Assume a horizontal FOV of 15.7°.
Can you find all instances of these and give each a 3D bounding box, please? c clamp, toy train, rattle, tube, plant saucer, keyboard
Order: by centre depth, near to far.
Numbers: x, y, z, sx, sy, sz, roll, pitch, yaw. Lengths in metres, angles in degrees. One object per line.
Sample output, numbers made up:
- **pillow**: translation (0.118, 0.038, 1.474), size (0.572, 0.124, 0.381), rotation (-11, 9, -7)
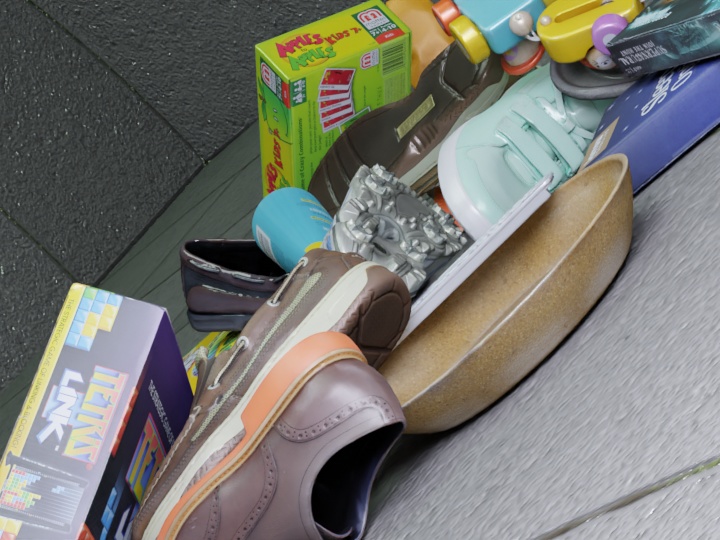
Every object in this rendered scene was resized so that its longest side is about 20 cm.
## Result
- **plant saucer**: translation (0.078, 0.021, 1.364), size (0.200, 0.035, 0.200), rotation (-44, 8, 7)
- **keyboard**: translation (0.035, 0.018, 1.444), size (0.200, 0.011, 0.056), rotation (-44, 6, 9)
- **toy train**: translation (0.144, -0.173, 1.583), size (0.199, 0.056, 0.151), rotation (-1, 45, 38)
- **c clamp**: translation (0.206, -0.177, 1.595), size (0.170, 0.027, 0.200), rotation (5, 51, 38)
- **tube**: translation (-0.022, -0.004, 1.662), size (0.050, 0.077, 0.200), rotation (-55, 23, 5)
- **rattle**: translation (0.060, -0.121, 1.874), size (0.130, 0.143, 0.200), rotation (-18, 14, 29)

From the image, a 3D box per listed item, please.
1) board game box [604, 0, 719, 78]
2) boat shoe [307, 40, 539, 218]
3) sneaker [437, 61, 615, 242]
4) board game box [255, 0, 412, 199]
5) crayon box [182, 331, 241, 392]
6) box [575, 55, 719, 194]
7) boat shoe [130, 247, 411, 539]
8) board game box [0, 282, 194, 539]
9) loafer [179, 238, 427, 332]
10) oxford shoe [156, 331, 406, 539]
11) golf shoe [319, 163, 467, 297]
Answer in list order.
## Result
- **board game box**: translation (0.222, -0.167, 1.419), size (0.135, 0.028, 0.200), rotation (-44, 10, -13)
- **boat shoe**: translation (0.047, -0.081, 1.778), size (0.200, 0.076, 0.072), rotation (-36, 50, 36)
- **sneaker**: translation (0.123, -0.094, 1.615), size (0.118, 0.074, 0.201), rotation (-35, 13, 35)
- **board game box**: translation (-0.017, -0.086, 1.856), size (0.101, 0.048, 0.201), rotation (-23, -44, -22)
- **crayon box**: translation (-0.113, 0.098, 1.882), size (0.172, 0.058, 0.200), rotation (-41, 8, 22)
- **box**: translation (0.185, -0.100, 1.475), size (0.200, 0.032, 0.121), rotation (-42, 8, 27)
- **boat shoe**: translation (-0.059, 0.072, 1.387), size (0.202, 0.075, 0.075), rotation (-48, -36, -17)
- **board game box**: translation (-0.140, 0.125, 1.379), size (0.200, 0.056, 0.166), rotation (81, -153, -65)
- **loafer**: translation (-0.047, 0.001, 1.791), size (0.199, 0.063, 0.072), rotation (-8, 18, 37)
- **oxford shoe**: translation (-0.045, 0.130, 1.309), size (0.071, 0.073, 0.201), rotation (5, -59, -48)
- **golf shoe**: translation (0.000, 0.000, 1.528), size (0.097, 0.078, 0.200), rotation (-53, -5, 19)
